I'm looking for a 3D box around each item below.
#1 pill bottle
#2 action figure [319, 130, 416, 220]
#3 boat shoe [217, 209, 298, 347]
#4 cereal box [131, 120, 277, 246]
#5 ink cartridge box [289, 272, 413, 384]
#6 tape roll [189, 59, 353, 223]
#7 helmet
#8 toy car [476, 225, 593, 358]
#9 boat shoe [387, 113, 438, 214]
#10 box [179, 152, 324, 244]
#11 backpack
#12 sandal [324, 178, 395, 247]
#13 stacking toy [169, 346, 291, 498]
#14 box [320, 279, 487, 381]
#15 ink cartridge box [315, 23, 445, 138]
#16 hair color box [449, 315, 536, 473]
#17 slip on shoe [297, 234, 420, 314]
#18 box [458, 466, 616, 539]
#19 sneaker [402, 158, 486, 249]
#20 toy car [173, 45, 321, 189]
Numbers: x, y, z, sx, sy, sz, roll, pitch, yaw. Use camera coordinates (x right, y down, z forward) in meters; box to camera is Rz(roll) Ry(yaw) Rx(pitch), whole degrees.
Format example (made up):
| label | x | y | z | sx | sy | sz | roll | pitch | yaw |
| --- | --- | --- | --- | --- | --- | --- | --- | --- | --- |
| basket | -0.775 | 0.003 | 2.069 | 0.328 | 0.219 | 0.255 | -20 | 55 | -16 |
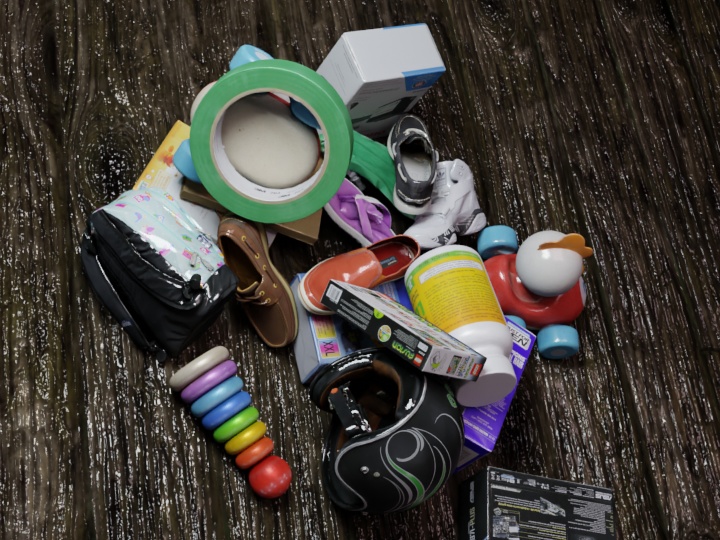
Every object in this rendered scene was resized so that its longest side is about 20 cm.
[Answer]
| label | x | y | z | sx | sy | sz | roll | pitch | yaw |
| --- | --- | --- | --- | --- | --- | --- | --- | --- | --- |
| pill bottle | 0.136 | 0.075 | 1.547 | 0.111 | 0.111 | 0.200 | 2 | 50 | -25 |
| action figure | 0.012 | -0.155 | 1.718 | 0.200 | 0.055 | 0.118 | 26 | 53 | -34 |
| boat shoe | -0.141 | 0.019 | 1.529 | 0.068 | 0.072 | 0.200 | -58 | 134 | -57 |
| cereal box | -0.201 | -0.102 | 1.622 | 0.200 | 0.040 | 0.144 | 30 | 53 | -8 |
| ink cartridge box | 0.006 | 0.072 | 1.615 | 0.200 | 0.076 | 0.137 | -3 | 67 | -29 |
| tape roll | -0.109 | -0.159 | 1.455 | 0.200 | 0.200 | 0.048 | 32 | 22 | -8 |
| helmet | 0.033 | 0.210 | 1.478 | 0.200 | 0.191 | 0.200 | -12 | 45 | 12 |
| toy car | 0.278 | 0.004 | 1.702 | 0.177 | 0.200 | 0.185 | 10 | 62 | -21 |
| boat shoe | 0.077 | -0.167 | 1.684 | 0.074 | 0.060 | 0.200 | 10 | 45 | -4 |
| box | -0.144 | -0.135 | 1.634 | 0.200 | 0.021 | 0.164 | 20 | 52 | -18 |
| backpack | -0.259 | -0.007 | 1.492 | 0.200 | 0.167 | 0.127 | 46 | 39 | 5 |
| sandal | 0.019 | -0.071 | 1.677 | 0.203 | 0.050 | 0.082 | 46 | 38 | -21 |
| stacking toy | -0.153 | 0.198 | 1.473 | 0.085 | 0.085 | 0.200 | -32 | 85 | -34 |
| box | 0.052 | 0.074 | 1.467 | 0.110 | 0.035 | 0.200 | 16 | 11 | -46 |
| ink cartridge box | 0.009 | -0.266 | 1.711 | 0.145 | 0.200 | 0.084 | -15 | 74 | -31 |
| hair color box | 0.164 | 0.171 | 1.618 | 0.065 | 0.109 | 0.200 | 31 | 56 | -9 |
| slip on shoe | 0.000 | 0.000 | 1.567 | 0.200 | 0.061 | 0.074 | -23 | 75 | -33 |
| box | 0.237 | 0.366 | 1.567 | 0.200 | 0.086 | 0.164 | 13 | 60 | -19 |
| sneaker | 0.111 | -0.097 | 1.710 | 0.200 | 0.075 | 0.115 | -23 | 102 | -53 |
| toy car | -0.129 | -0.203 | 1.582 | 0.177 | 0.184 | 0.200 | 32 | 22 | -8 |
